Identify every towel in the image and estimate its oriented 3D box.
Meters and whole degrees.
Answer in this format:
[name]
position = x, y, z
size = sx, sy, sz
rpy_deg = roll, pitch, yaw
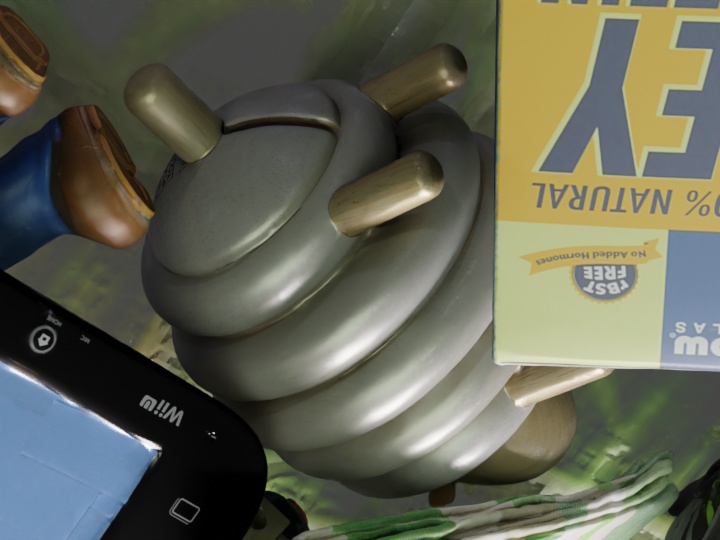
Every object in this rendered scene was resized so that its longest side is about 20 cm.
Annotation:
[towel]
position = 0.005, 0.116, 0.827
size = 0.153, 0.200, 0.023
rpy_deg = -44, 67, 35

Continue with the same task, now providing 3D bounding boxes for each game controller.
[game controller]
position = -0.116, 0.051, 0.695
size = 0.200, 0.042, 0.104
rpy_deg = 34, 100, -36

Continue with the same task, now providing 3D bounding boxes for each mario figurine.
[mario figurine]
position = -0.157, 0.018, 0.714
size = 0.200, 0.106, 0.124
rpy_deg = -38, 79, 8

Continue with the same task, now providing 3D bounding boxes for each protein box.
[protein box]
position = 0.107, -0.105, 0.667
size = 0.135, 0.200, 0.199
rpy_deg = 2, 121, 5

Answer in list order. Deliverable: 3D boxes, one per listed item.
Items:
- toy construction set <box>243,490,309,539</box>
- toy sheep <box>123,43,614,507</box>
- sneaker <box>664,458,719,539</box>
[toy construction set]
position = -0.097, 0.086, 0.841
size = 0.131, 0.092, 0.200
rpy_deg = 43, 144, 5
[toy sheep]
position = 0.000, 0.000, 0.784
size = 0.138, 0.138, 0.200
rpy_deg = -31, 118, 22
[sneaker]
position = 0.141, 0.075, 0.845
size = 0.071, 0.083, 0.200
rpy_deg = 14, 107, -21
